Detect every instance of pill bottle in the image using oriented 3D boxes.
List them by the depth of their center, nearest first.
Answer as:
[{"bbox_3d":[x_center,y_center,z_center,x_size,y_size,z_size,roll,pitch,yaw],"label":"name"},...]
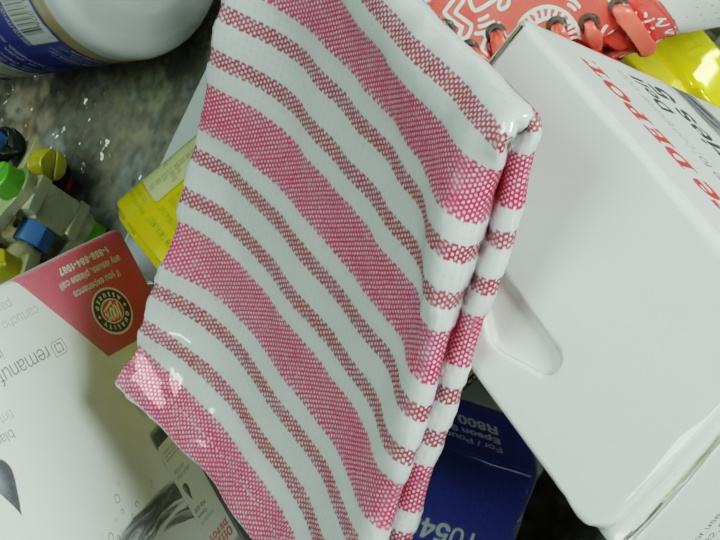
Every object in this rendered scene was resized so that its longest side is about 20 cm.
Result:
[{"bbox_3d":[-0.181,-0.165,1.076,0.200,0.119,0.120,0,76,46],"label":"pill bottle"}]

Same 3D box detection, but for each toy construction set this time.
[{"bbox_3d":[-0.220,-0.014,1.082,0.199,0.092,0.132,7,68,33],"label":"toy construction set"}]

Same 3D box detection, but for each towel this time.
[{"bbox_3d":[-0.017,0.000,0.615,0.146,0.030,0.201,47,132,41],"label":"towel"}]

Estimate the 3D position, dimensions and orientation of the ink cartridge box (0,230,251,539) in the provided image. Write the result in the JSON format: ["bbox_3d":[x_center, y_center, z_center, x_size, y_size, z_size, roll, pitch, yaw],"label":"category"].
[{"bbox_3d":[-0.110,0.104,0.754,0.085,0.146,0.201,-24,95,33],"label":"ink cartridge box"}]

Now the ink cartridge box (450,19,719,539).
[{"bbox_3d":[0.121,0.018,0.631,0.084,0.200,0.146,-52,51,20],"label":"ink cartridge box"}]

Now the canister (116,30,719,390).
[{"bbox_3d":[0.026,-0.036,0.741,0.200,0.087,0.149,-40,63,-1],"label":"canister"}]

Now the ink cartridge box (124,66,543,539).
[{"bbox_3d":[0.000,0.000,0.805,0.199,0.041,0.201,15,74,24],"label":"ink cartridge box"}]

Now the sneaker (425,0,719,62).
[{"bbox_3d":[0.049,-0.075,0.665,0.201,0.067,0.108,12,76,25],"label":"sneaker"}]
